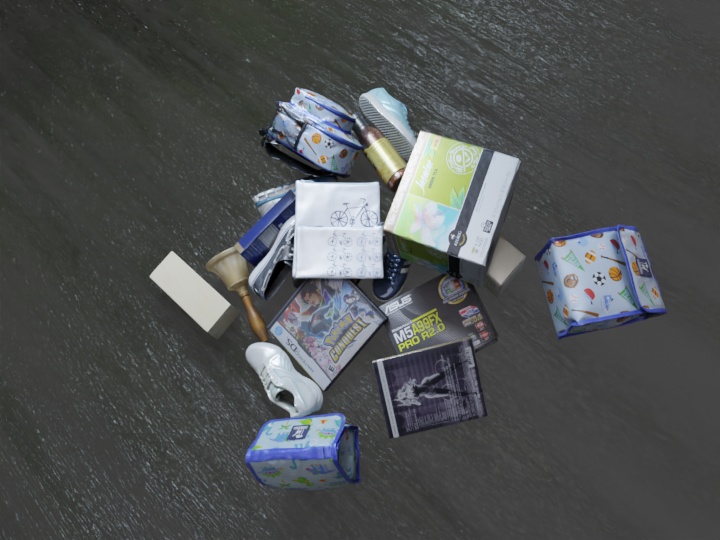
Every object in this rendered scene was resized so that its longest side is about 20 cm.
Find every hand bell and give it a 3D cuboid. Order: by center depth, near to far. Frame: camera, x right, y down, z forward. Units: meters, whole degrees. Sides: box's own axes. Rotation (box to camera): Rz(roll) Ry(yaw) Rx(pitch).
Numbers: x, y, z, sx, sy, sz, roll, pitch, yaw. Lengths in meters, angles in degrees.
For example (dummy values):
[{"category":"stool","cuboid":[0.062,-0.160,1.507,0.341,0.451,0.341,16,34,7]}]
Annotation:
[{"category":"hand bell","cuboid":[-0.246,0.060,1.157,0.102,0.104,0.204,-28,82,2]}]

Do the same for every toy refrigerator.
[{"category":"toy refrigerator","cuboid":[-0.364,0.055,1.183,0.198,0.070,0.076,37,78,18]}]

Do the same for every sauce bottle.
[{"category":"sauce bottle","cuboid":[0.040,-0.266,1.189,0.065,0.066,0.203,-33,68,1]}]

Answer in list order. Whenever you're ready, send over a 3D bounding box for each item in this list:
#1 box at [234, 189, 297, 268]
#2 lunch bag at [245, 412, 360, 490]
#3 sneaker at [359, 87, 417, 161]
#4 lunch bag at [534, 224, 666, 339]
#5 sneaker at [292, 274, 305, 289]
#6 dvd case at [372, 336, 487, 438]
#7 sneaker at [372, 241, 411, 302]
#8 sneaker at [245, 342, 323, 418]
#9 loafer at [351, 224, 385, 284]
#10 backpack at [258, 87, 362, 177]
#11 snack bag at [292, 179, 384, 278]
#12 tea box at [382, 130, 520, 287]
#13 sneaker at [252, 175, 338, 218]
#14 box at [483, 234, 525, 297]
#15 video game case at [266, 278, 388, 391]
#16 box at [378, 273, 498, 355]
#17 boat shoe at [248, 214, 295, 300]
[{"category":"box","cuboid":[-0.165,-0.088,1.150,0.200,0.121,0.032,-44,60,-3]},{"category":"lunch bag","cuboid":[-0.097,0.332,0.973,0.164,0.200,0.132,-8,72,10]},{"category":"sneaker","cuboid":[0.085,-0.334,1.195,0.081,0.074,0.202,-34,79,-19]},{"category":"lunch bag","cuboid":[0.449,0.016,0.990,0.193,0.124,0.176,-8,72,-5]},{"category":"sneaker","cuboid":[-0.079,-0.053,1.161,0.199,0.076,0.116,-38,53,3]},{"category":"dvd case","cuboid":[0.131,0.223,1.017,0.193,0.016,0.154,-14,94,3]},{"category":"sneaker","cuboid":[0.076,-0.036,1.102,0.073,0.085,0.205,22,80,17]},{"category":"sneaker","cuboid":[-0.165,0.216,1.076,0.198,0.080,0.072,35,113,21]},{"category":"loafer","cuboid":[0.000,0.000,1.115,0.063,0.072,0.201,43,97,20]},{"category":"backpack","cuboid":[-0.085,-0.287,1.150,0.189,0.199,0.156,39,113,9]},{"category":"snack bag","cuboid":[-0.043,-0.084,1.072,0.181,0.021,0.208,1,80,0]},{"category":"tea box","cuboid":[0.166,-0.111,0.980,0.191,0.134,0.206,18,78,17]},{"category":"sneaker","cuboid":[-0.138,-0.158,1.203,0.194,0.075,0.089,-19,103,-1]},{"category":"box","cuboid":[0.226,-0.050,1.070,0.078,0.095,0.200,-44,72,-4]},{"category":"video game case","cuboid":[-0.069,0.106,1.087,0.181,0.025,0.201,44,101,12]},{"category":"box","cuboid":[0.152,0.106,1.065,0.195,0.044,0.164,-25,72,4]},{"category":"boat shoe","cuboid":[-0.154,-0.028,1.119,0.067,0.072,0.202,34,83,40]}]
